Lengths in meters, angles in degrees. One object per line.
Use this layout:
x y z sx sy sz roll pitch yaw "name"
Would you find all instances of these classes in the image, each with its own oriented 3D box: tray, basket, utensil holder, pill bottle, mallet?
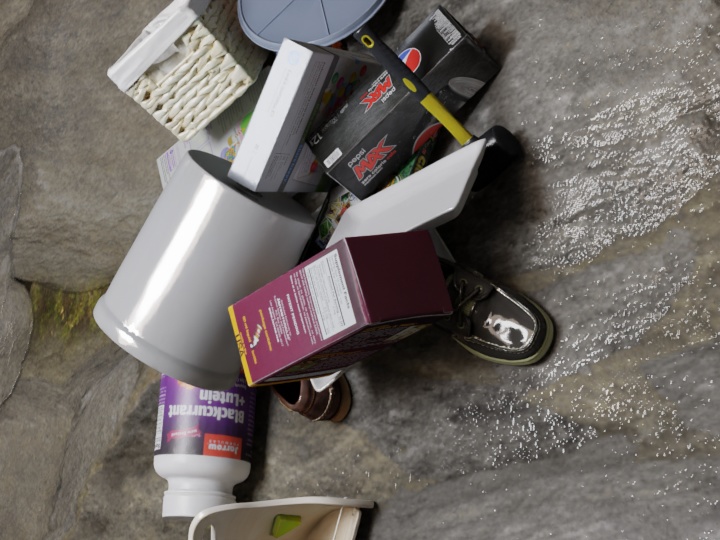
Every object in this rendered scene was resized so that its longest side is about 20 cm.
0.042 -0.054 1.487 0.199 0.022 0.108 -26 26 41 "tray"
-0.194 -0.255 1.806 0.135 0.123 0.200 -38 15 20 "basket"
-0.161 -0.003 1.605 0.201 0.169 0.170 -60 40 9 "utensil holder"
-0.176 0.182 1.732 0.111 0.111 0.202 -13 69 49 "pill bottle"
0.076 -0.169 1.486 0.066 0.200 0.041 -33 10 31 "mallet"

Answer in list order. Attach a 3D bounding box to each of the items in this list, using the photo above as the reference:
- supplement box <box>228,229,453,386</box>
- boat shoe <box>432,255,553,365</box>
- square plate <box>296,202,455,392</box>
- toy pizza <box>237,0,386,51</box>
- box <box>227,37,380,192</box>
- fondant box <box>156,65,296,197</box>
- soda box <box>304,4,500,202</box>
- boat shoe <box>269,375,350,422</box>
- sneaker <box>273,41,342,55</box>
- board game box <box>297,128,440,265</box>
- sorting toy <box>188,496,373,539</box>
-0.022 0.038 1.453 0.200 0.110 0.086 -30 72 46 "supplement box"
0.092 0.031 1.451 0.200 0.066 0.072 29 92 40 "boat shoe"
0.000 0.000 1.598 0.198 0.028 0.201 -39 49 16 "square plate"
-0.046 -0.321 1.731 0.199 0.032 0.201 -12 54 18 "toy pizza"
-0.050 -0.159 1.614 0.041 0.200 0.157 29 103 20 "box"
-0.145 -0.124 1.804 0.200 0.058 0.145 -37 51 26 "fondant box"
0.042 -0.169 1.555 0.200 0.071 0.063 -44 45 11 "soda box"
-0.082 0.093 1.675 0.200 0.070 0.071 45 117 50 "boat shoe"
-0.089 -0.299 1.800 0.076 0.078 0.200 -58 41 21 "sneaker"
0.012 -0.085 1.598 0.104 0.023 0.201 11 74 44 "board game box"
-0.104 0.308 1.544 0.107 0.179 0.202 16 91 52 "sorting toy"
